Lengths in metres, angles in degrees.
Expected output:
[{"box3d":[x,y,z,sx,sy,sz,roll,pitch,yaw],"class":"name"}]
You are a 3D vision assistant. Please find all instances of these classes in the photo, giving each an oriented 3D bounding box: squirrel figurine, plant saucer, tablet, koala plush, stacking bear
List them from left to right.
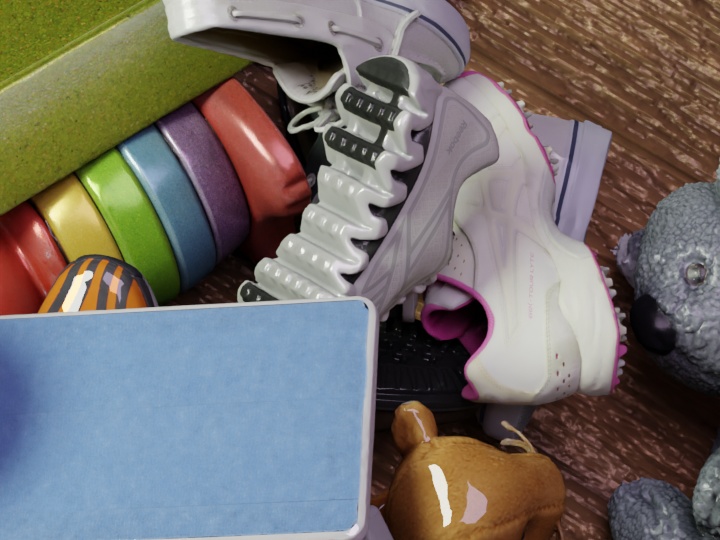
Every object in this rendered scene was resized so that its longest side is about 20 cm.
[{"box3d":[-0.173,-0.145,1.436,0.199,0.048,0.200,-33,61,-19],"class":"plant saucer"},{"box3d":[-0.140,-0.016,1.445,0.199,0.122,0.114,-30,73,-17],"class":"stacking bear"},{"box3d":[-0.092,0.072,1.293,0.199,0.014,0.131,-3,55,9],"class":"tablet"},{"box3d":[0.009,0.144,1.354,0.199,0.187,0.142,-5,67,-14],"class":"squirrel figurine"},{"box3d":[0.205,0.041,1.465,0.183,0.177,0.201,-13,68,-30],"class":"koala plush"}]

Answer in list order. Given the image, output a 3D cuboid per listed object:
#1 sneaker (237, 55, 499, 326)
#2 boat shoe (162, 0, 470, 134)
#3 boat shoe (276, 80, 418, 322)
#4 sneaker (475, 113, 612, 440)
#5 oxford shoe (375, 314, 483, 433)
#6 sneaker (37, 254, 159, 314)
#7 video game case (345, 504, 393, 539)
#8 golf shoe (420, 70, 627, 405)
[{"box3d":[0.000,0.000,1.365,0.081,0.075,0.201,23,100,-37],"class":"sneaker"},{"box3d":[-0.019,-0.105,1.400,0.201,0.074,0.087,19,63,-47],"class":"boat shoe"},{"box3d":[-0.007,-0.043,1.480,0.060,0.076,0.200,-2,34,-7],"class":"boat shoe"},{"box3d":[0.079,0.001,1.509,0.070,0.073,0.201,14,54,5],"class":"sneaker"},{"box3d":[-0.030,0.067,1.444,0.199,0.085,0.073,-1,37,1],"class":"oxford shoe"},{"box3d":[-0.146,0.092,1.343,0.077,0.112,0.201,11,93,11],"class":"sneaker"},{"box3d":[-0.025,0.230,1.301,0.201,0.182,0.022,64,26,0],"class":"video game case"},{"box3d":[0.063,-0.017,1.433,0.091,0.076,0.201,-16,55,-9],"class":"golf shoe"}]
